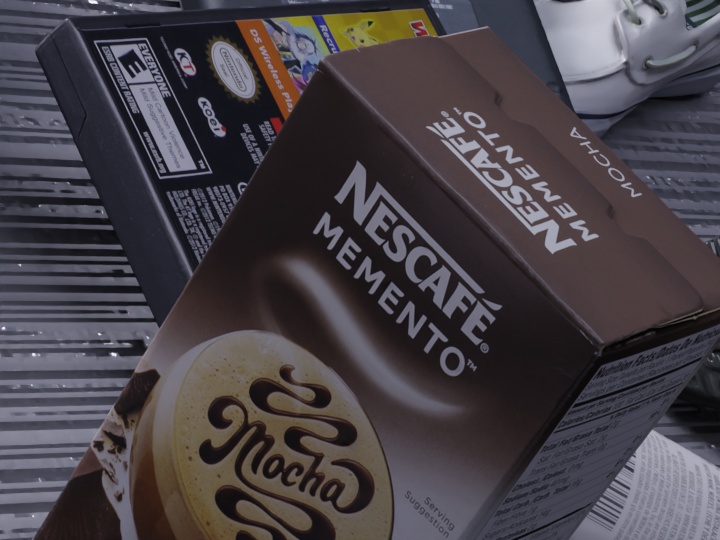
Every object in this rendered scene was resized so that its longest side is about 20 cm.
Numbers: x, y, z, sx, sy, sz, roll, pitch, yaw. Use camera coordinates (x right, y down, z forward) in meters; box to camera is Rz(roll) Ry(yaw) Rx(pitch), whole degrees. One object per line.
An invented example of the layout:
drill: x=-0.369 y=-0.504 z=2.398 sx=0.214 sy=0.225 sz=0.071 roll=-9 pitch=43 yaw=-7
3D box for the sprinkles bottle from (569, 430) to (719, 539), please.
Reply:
sprinkles bottle: x=0.082 y=0.081 z=0.931 sx=0.200 sy=0.068 sz=0.068 roll=30 pitch=30 yaw=-24

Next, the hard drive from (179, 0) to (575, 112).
hard drive: x=-0.004 y=-0.119 z=1.158 sx=0.139 sy=0.033 sz=0.200 roll=3 pitch=41 yaw=-16

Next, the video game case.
video game case: x=0.000 y=0.000 z=0.989 sx=0.180 sy=0.025 sz=0.201 roll=-9 pitch=68 yaw=-47

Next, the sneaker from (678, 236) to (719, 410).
sneaker: x=0.191 y=0.025 z=1.135 sx=0.199 sy=0.091 sz=0.076 roll=-4 pitch=73 yaw=-17

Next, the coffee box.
coffee box: x=0.002 y=0.045 z=0.814 sx=0.113 sy=0.200 sz=0.080 roll=46 pitch=34 yaw=21

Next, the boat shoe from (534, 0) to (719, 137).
boat shoe: x=0.106 y=-0.107 z=1.236 sx=0.074 sy=0.067 sz=0.200 roll=43 pitch=34 yaw=16
